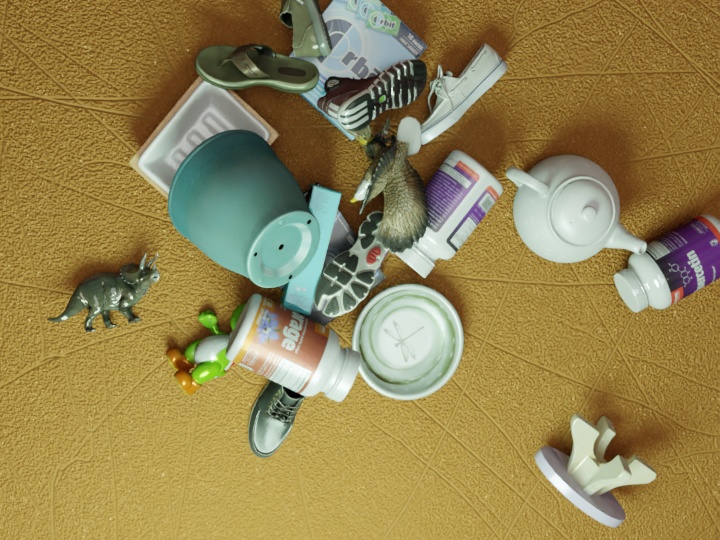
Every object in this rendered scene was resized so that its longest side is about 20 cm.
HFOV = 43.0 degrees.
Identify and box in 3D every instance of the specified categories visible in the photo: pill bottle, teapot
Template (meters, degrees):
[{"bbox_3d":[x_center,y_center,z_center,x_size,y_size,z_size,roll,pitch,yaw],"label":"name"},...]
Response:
[{"bbox_3d":[0.552,-0.007,1.605,0.198,0.112,0.114,-29,101,-3],"label":"pill bottle"},{"bbox_3d":[0.139,-0.092,1.538,0.111,0.111,0.201,38,91,-11],"label":"pill bottle"},{"bbox_3d":[-0.103,0.127,1.438,0.198,0.112,0.114,26,94,-11],"label":"pill bottle"},{"bbox_3d":[0.357,-0.104,1.549,0.196,0.146,0.201,-16,99,-4],"label":"teapot"}]

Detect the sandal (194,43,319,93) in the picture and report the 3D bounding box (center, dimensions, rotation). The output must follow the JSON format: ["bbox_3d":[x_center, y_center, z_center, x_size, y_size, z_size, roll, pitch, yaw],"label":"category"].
[{"bbox_3d":[-0.161,-0.329,1.439,0.197,0.058,0.081,3,62,-8],"label":"sandal"}]

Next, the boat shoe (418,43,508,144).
[{"bbox_3d":[0.152,-0.306,1.529,0.202,0.075,0.086,-44,102,-2],"label":"boat shoe"}]

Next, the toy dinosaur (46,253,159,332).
[{"bbox_3d":[-0.417,0.043,1.511,0.196,0.077,0.104,-13,88,-1],"label":"toy dinosaur"}]

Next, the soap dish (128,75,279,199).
[{"bbox_3d":[-0.253,-0.198,1.485,0.157,0.081,0.201,40,91,-11],"label":"soap dish"}]

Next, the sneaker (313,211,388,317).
[{"bbox_3d":[0.000,0.000,1.491,0.080,0.084,0.201,34,68,12],"label":"sneaker"}]

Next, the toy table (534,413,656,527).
[{"bbox_3d":[0.420,0.348,1.617,0.198,0.185,0.118,32,110,-20],"label":"toy table"}]

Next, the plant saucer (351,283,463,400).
[{"bbox_3d":[0.080,0.121,1.590,0.196,0.050,0.204,-1,99,-7],"label":"plant saucer"}]

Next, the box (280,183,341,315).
[{"bbox_3d":[-0.082,-0.036,1.485,0.048,0.082,0.204,14,95,-9],"label":"box"}]

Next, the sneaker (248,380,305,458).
[{"bbox_3d":[-0.139,0.233,1.547,0.074,0.106,0.203,21,95,-10],"label":"sneaker"}]

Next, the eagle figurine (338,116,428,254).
[{"bbox_3d":[0.040,-0.146,1.458,0.149,0.201,0.153,1,130,-22],"label":"eagle figurine"}]

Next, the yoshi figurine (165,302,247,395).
[{"bbox_3d":[-0.228,0.115,1.522,0.198,0.112,0.114,-29,94,-6],"label":"yoshi figurine"}]

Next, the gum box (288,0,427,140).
[{"bbox_3d":[-0.015,-0.350,1.515,0.169,0.045,0.201,40,91,-11],"label":"gum box"}]

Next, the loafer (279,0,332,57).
[{"bbox_3d":[-0.103,-0.428,1.454,0.069,0.075,0.203,-18,72,7],"label":"loafer"}]

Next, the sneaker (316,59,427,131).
[{"bbox_3d":[0.010,-0.300,1.469,0.199,0.115,0.077,-33,135,-34],"label":"sneaker"}]

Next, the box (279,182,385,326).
[{"bbox_3d":[-0.076,-0.022,1.552,0.159,0.044,0.201,-36,101,-2],"label":"box"}]

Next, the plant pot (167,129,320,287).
[{"bbox_3d":[-0.163,-0.082,1.396,0.198,0.188,0.202,-28,140,-26],"label":"plant pot"}]
